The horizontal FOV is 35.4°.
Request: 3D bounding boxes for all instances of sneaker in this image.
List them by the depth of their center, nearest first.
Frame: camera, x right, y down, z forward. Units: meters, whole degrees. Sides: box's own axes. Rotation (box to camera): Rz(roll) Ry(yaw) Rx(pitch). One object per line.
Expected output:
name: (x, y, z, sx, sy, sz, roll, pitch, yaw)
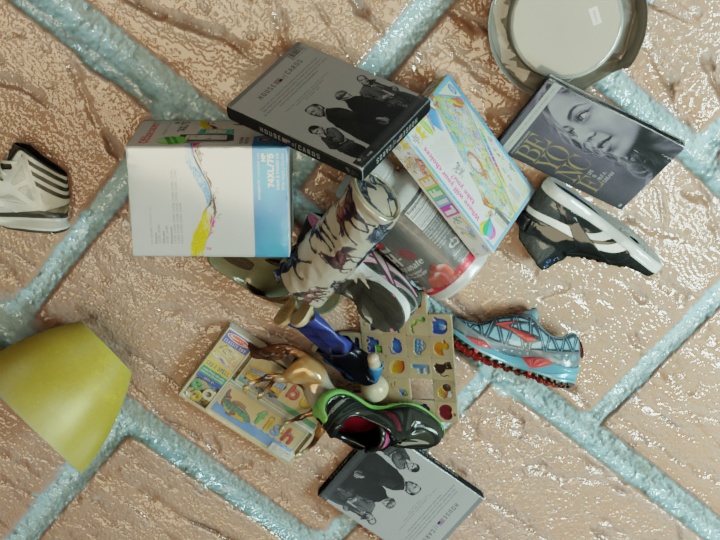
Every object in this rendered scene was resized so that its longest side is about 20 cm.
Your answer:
sneaker: (-0.483, -0.115, 1.486, 0.200, 0.076, 0.116, 4, 101, -11)
sneaker: (0.000, 0.000, 1.518, 0.200, 0.086, 0.080, 47, 125, 12)
sneaker: (0.300, -0.030, 1.530, 0.200, 0.073, 0.112, 35, 112, -7)
sneaker: (0.027, 0.222, 1.547, 0.200, 0.084, 0.077, 13, 122, -26)
sneaker: (0.214, 0.094, 1.578, 0.200, 0.079, 0.096, 20, 78, 1)

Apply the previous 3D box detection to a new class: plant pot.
plant pot: (-0.397, 0.153, 1.531, 0.142, 0.200, 0.200, -46, 107, -14)

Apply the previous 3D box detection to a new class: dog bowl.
dog bowl: (0.257, -0.316, 1.425, 0.200, 0.059, 0.200, -1, 111, -1)

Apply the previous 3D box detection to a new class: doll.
doll: (-0.030, 0.113, 1.544, 0.200, 0.136, 0.049, 44, 66, -29)

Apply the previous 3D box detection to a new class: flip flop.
flip flop: (-0.116, 0.012, 1.530, 0.200, 0.058, 0.081, 27, 108, -23)

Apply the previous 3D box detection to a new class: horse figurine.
horse figurine: (-0.077, 0.172, 1.574, 0.132, 0.050, 0.200, -31, 108, 11)

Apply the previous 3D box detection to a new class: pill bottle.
pill bottle: (0.066, -0.063, 1.486, 0.200, 0.111, 0.111, 42, 104, -14)

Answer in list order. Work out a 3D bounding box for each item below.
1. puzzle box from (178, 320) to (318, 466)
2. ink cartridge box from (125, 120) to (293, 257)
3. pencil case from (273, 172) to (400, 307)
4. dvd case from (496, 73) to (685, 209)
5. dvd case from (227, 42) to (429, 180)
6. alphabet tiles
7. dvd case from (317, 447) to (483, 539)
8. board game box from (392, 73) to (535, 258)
puzzle box: (-0.142, 0.178, 1.615, 0.200, 0.025, 0.133, 34, 105, -12)
ink cartridge box: (-0.188, -0.107, 1.445, 0.200, 0.147, 0.146, 0, 111, -2)
pencil case: (-0.029, -0.042, 1.419, 0.089, 0.078, 0.200, 50, 127, 10)
dvd case: (0.294, -0.162, 1.461, 0.200, 0.016, 0.149, 25, 143, -9)
dvd case: (-0.039, -0.198, 1.374, 0.200, 0.150, 0.025, 27, 144, 22)
alphabet tiles: (0.051, 0.119, 1.578, 0.167, 0.008, 0.200, 2, 111, 19)
dvd case: (0.060, 0.333, 1.676, 0.200, 0.025, 0.150, 36, 105, -14)
board game box: (0.131, -0.135, 1.454, 0.034, 0.135, 0.200, -20, 115, 49)
